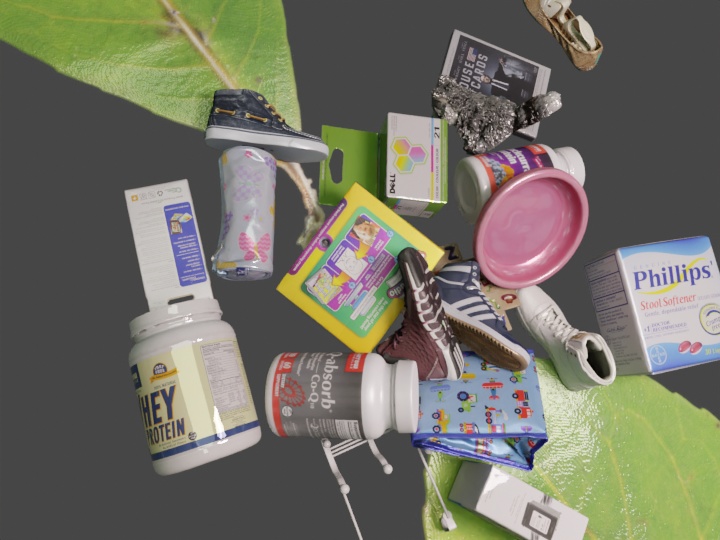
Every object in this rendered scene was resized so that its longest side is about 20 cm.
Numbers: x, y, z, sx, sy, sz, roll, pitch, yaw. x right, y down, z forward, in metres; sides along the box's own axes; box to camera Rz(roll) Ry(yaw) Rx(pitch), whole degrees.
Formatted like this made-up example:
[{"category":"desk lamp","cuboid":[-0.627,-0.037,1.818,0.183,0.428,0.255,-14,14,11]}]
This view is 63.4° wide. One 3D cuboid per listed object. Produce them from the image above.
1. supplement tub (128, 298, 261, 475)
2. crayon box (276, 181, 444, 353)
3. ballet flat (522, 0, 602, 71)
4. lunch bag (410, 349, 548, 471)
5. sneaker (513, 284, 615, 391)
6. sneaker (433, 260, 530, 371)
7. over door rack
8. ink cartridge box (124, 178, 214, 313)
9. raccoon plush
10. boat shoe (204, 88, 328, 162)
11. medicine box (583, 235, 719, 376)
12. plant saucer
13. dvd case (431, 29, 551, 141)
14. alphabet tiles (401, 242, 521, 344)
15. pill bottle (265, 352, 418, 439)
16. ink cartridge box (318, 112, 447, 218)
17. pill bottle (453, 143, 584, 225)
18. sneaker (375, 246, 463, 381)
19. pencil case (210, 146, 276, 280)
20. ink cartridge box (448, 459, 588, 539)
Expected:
[{"category":"supplement tub","cuboid":[-0.226,0.153,0.784,0.143,0.145,0.203,-15,80,-14]},{"category":"crayon box","cuboid":[0.000,0.000,0.885,0.172,0.058,0.201,38,91,-2]},{"category":"ballet flat","cuboid":[0.386,-0.470,1.096,0.070,0.065,0.200,-40,87,-17]},{"category":"lunch bag","cuboid":[0.156,0.192,0.854,0.197,0.095,0.152,6,43,1]},{"category":"sneaker","cuboid":[0.326,0.096,0.925,0.073,0.116,0.201,-33,83,-15]},{"category":"sneaker","cuboid":[0.182,0.060,0.875,0.199,0.071,0.109,30,62,26]},{"category":"over door rack","cuboid":[0.044,0.311,0.841,0.146,0.067,0.202,-19,81,-14]},{"category":"ink cartridge box","cuboid":[-0.285,-0.032,0.873,0.093,0.037,0.203,-13,77,-15]},{"category":"raccoon plush","cuboid":[0.211,-0.287,0.962,0.198,0.097,0.135,-28,112,20]},{"category":"boat shoe","cuboid":[-0.144,-0.233,0.928,0.197,0.071,0.092,8,79,-7]},{"category":"medicine box","cuboid":[0.500,0.060,0.974,0.179,0.103,0.203,-8,79,-13]},{"category":"plant saucer","cuboid":[0.260,-0.069,0.917,0.198,0.051,0.203,-10,122,-15]},{"category":"dvd case","cuboid":[0.240,-0.335,1.056,0.197,0.025,0.152,19,73,-7]},{"category":"alphabet tiles","cuboid":[0.155,0.035,0.943,0.197,0.008,0.169,-13,67,-15]},{"category":"pill bottle","cuboid":[-0.022,0.172,0.804,0.197,0.116,0.118,-2,76,11]},{"category":"ink cartridge box","cuboid":[0.036,-0.174,0.949,0.197,0.076,0.150,5,76,-12]},{"category":"pill bottle","cuboid":[0.265,-0.148,0.971,0.197,0.111,0.113,-13,80,-14]},{"category":"sneaker","cuboid":[0.063,0.075,0.828,0.114,0.076,0.202,-18,99,24]},{"category":"pencil case","cuboid":[-0.174,-0.084,0.883,0.089,0.083,0.203,1,76,-2]},{"category":"ink cartridge box","cuboid":[0.241,0.355,0.846,0.198,0.116,0.067,30,72,-4]}]
